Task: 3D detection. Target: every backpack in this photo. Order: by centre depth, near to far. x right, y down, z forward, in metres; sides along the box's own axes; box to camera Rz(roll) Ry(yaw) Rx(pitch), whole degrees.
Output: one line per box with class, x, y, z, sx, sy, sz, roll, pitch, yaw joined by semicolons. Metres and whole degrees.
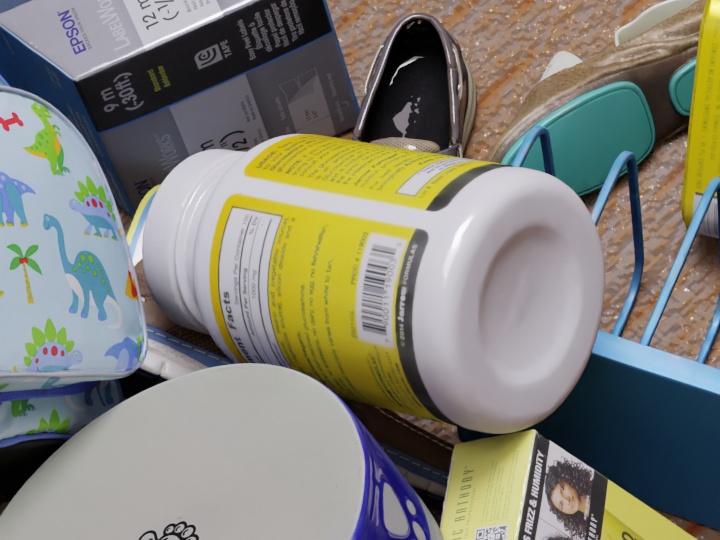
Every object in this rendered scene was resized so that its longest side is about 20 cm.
backpack;-0.195;-0.008;1.165;0.147;0.182;0.201;-31;73;33

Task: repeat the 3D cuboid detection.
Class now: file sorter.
file sorter;0.153;0.031;1.260;0.199;0.139;0.123;17;63;19

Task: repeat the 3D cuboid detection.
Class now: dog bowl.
dog bowl;-0.066;0.139;1.104;0.199;0.079;0.201;-20;40;18

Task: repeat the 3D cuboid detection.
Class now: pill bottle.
pill bottle;0.000;0.000;1.163;0.199;0.113;0.113;12;62;43

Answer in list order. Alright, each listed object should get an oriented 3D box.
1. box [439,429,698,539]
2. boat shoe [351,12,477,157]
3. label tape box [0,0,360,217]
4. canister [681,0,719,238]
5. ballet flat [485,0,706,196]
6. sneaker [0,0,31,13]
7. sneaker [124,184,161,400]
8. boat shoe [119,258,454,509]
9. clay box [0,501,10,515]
box;0.114;0.146;1.172;0.050;0.200;0.076;-13;53;41
boat shoe;0.018;-0.043;1.358;0.074;0.073;0.201;-2;62;10
label tape box;-0.108;-0.095;1.368;0.199;0.144;0.066;-26;60;-4
canister;0.264;-0.068;1.288;0.199;0.150;0.087;13;28;19
ballet flat;0.142;-0.100;1.377;0.199;0.068;0.072;-30;41;-6
sneaker;-0.156;-0.158;1.379;0.146;0.200;0.081;-24;70;-11
sneaker;-0.089;0.049;1.330;0.082;0.074;0.201;8;65;12
boat shoe;-0.030;0.053;1.277;0.199;0.072;0.073;26;69;-16
clay box;-0.145;0.186;1.248;0.114;0.048;0.201;23;86;21
